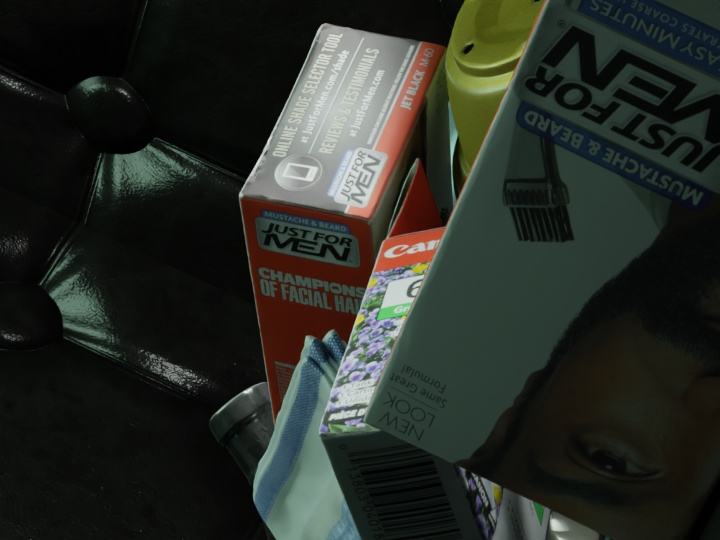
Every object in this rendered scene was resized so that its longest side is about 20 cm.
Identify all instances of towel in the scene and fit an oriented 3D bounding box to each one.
[{"bbox_3d":[0.006,0.143,1.001,0.024,0.200,0.147,-13,-30,-24],"label":"towel"}]

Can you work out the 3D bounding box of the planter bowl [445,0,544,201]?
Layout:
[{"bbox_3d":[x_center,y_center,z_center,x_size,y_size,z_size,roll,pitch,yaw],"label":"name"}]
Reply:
[{"bbox_3d":[0.097,-0.092,0.960,0.200,0.083,0.201,-33,31,23],"label":"planter bowl"}]

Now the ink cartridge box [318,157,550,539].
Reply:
[{"bbox_3d":[0.041,0.045,0.903,0.200,0.050,0.109,-70,-35,-55],"label":"ink cartridge box"}]

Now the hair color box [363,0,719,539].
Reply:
[{"bbox_3d":[0.089,-0.022,0.693,0.064,0.111,0.200,-60,-7,-59],"label":"hair color box"}]

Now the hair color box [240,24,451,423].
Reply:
[{"bbox_3d":[0.000,0.000,1.064,0.200,0.064,0.111,83,-156,-49],"label":"hair color box"}]

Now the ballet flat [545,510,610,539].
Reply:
[{"bbox_3d":[0.075,0.093,0.981,0.067,0.064,0.200,-54,3,30],"label":"ballet flat"}]

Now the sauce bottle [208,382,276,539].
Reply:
[{"bbox_3d":[-0.009,0.151,1.207,0.066,0.200,0.066,-35,-14,-10],"label":"sauce bottle"}]

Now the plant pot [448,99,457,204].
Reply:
[{"bbox_3d":[0.103,-0.034,1.449,0.196,0.200,0.200,-57,2,31],"label":"plant pot"}]
